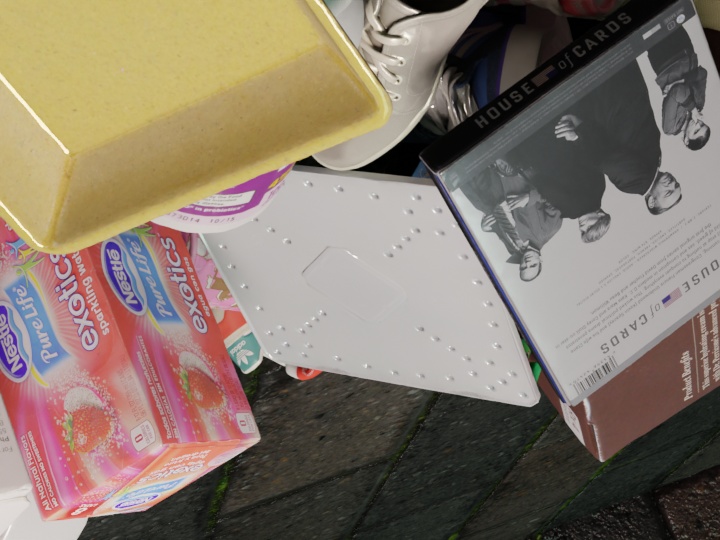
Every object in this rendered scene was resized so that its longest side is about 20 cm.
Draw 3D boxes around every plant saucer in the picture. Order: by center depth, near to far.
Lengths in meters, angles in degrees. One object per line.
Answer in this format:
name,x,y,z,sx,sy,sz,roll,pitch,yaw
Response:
plant saucer,-0.114,-0.115,0.682,0.198,0.049,0.200,-20,127,25

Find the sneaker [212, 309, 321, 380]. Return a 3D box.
sneaker,-0.040,0.042,1.258,0.070,0.094,0.199,-37,157,35

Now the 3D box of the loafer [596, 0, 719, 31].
loafer,0.221,-0.174,0.950,0.198,0.068,0.076,-4,137,6

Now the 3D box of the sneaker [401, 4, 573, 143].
sneaker,0.045,-0.093,0.907,0.145,0.081,0.200,-14,-156,16

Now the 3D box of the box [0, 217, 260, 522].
box,-0.154,0.031,0.933,0.102,0.202,0.094,-32,161,27

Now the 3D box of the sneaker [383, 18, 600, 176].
sneaker,0.097,-0.114,1.058,0.199,0.075,0.106,-31,157,-7

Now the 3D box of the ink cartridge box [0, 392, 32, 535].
ink cartridge box,-0.269,0.067,0.893,0.084,0.202,0.146,-8,156,-37

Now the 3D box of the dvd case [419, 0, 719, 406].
dvd case,0.131,-0.033,0.829,0.150,0.025,0.201,-36,134,-2

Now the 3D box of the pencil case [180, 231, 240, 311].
pencil case,-0.087,-0.007,1.096,0.082,0.088,0.199,1,175,32

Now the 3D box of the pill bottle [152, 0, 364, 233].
pill bottle,-0.062,-0.111,0.800,0.111,0.113,0.200,-14,159,-26

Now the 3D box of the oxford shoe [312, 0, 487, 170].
oxford shoe,0.016,-0.122,0.818,0.058,0.075,0.200,-38,171,-47

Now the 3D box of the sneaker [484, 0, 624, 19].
sneaker,0.071,-0.160,0.840,0.199,0.105,0.075,-32,161,25

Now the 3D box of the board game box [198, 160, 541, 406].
board game box,0.000,0.000,0.975,0.198,0.026,0.201,8,144,28

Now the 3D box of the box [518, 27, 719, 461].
box,0.178,-0.025,1.010,0.199,0.165,0.166,-31,146,-6

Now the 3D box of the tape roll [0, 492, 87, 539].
tape roll,-0.257,0.105,1.012,0.202,0.204,0.071,-33,159,26
